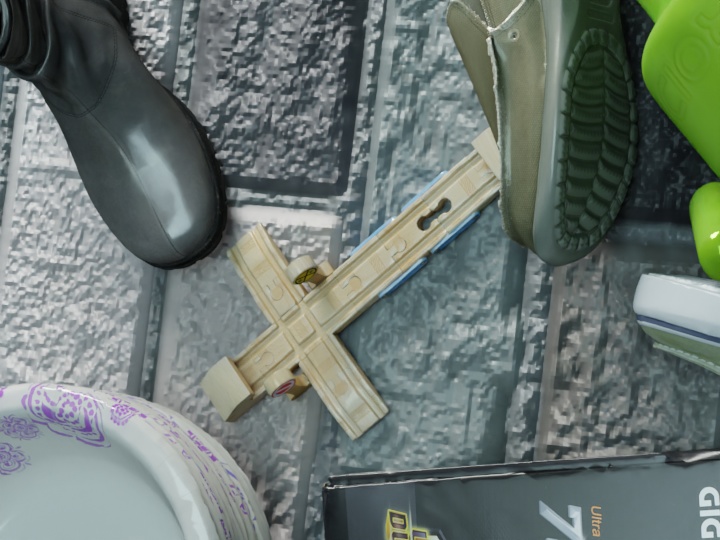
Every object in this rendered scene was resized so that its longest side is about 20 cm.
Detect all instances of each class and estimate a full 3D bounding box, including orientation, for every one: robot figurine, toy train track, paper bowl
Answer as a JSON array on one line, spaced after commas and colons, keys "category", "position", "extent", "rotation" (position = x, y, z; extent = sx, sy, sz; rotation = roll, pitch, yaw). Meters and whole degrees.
[{"category": "robot figurine", "position": [0.198, -0.073, 0.982], "extent": [0.175, 0.116, 0.200], "rotation": [-44, 70, 15]}, {"category": "toy train track", "position": [0.000, 0.000, 1.103], "extent": [0.200, 0.032, 0.115], "rotation": [-41, 71, 13]}, {"category": "paper bowl", "position": [-0.131, 0.156, 1.104], "extent": [0.199, 0.104, 0.202], "rotation": [-2, 84, 23]}]

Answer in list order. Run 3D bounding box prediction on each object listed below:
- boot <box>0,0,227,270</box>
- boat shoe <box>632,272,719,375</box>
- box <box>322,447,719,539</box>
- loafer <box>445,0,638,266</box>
[{"category": "boot", "position": [-0.146, -0.092, 1.122], "extent": [0.070, 0.132, 0.201], "rotation": [-35, 72, 15]}, {"category": "boat shoe", "position": [0.204, 0.053, 0.992], "extent": [0.199, 0.072, 0.062], "rotation": [19, 97, 23]}, {"category": "box", "position": [0.085, 0.184, 1.040], "extent": [0.197, 0.050, 0.202], "rotation": [-5, 83, 23]}, {"category": "loafer", "position": [0.080, -0.100, 1.067], "extent": [0.069, 0.075, 0.202], "rotation": [-5, 77, 34]}]
